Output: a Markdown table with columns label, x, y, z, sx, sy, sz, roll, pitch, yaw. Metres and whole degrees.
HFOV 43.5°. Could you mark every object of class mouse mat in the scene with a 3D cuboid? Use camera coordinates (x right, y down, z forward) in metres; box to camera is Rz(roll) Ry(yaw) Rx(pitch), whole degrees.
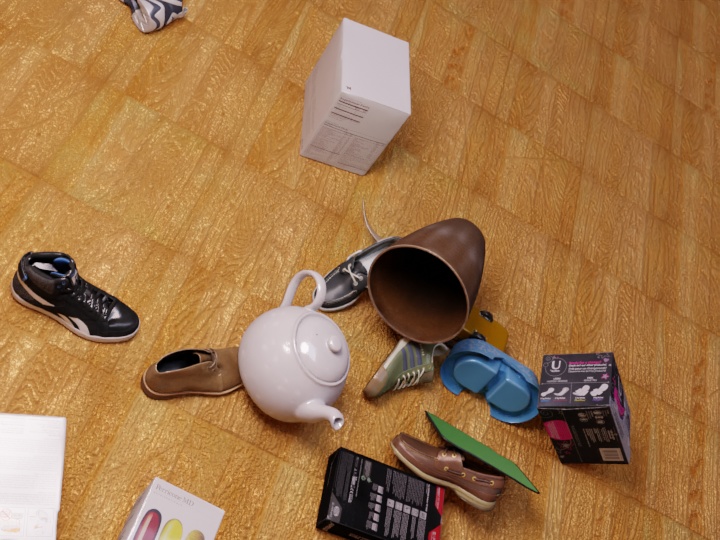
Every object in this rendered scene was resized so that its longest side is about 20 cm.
| label | x | y | z | sx | sy | sz | roll | pitch | yaw |
| --- | --- | --- | --- | --- | --- | --- | --- | --- | --- |
| mouse mat | 0.202 | 0.305 | 1.524 | 0.199 | 0.161 | 0.008 | 33 | 93 | -9 |

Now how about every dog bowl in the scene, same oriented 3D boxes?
| label | x | y | z | sx | sy | sz | roll | pitch | yaw |
| --- | --- | --- | --- | --- | --- | --- | --- | --- | --- |
| dog bowl | 0.238 | 0.195 | 1.626 | 0.199 | 0.112 | 0.050 | 32 | 36 | -9 |

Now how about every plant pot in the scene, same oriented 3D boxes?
| label | x | y | z | sx | sy | sz | roll | pitch | yaw |
| --- | --- | --- | --- | --- | --- | --- | --- | --- | --- |
| plant pot | 0.138 | -0.007 | 1.565 | 0.187 | 0.187 | 0.200 | 43 | 42 | 0 |

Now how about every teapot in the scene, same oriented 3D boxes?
| label | x | y | z | sx | sy | sz | roll | pitch | yaw |
| --- | --- | --- | --- | --- | --- | --- | --- | --- | --- |
| teapot | -0.086 | 0.132 | 1.422 | 0.201 | 0.146 | 0.198 | 52 | 38 | -10 |

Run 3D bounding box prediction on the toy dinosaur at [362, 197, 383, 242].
| label | x | y | z | sx | sy | sz | roll | pitch | yaw |
| --- | --- | --- | --- | --- | --- | --- | --- | --- | --- |
| toy dinosaur | 0.058 | -0.034 | 1.703 | 0.199 | 0.060 | 0.107 | 36 | 37 | -19 |

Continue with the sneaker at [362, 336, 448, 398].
| label | x | y | z | sx | sy | sz | roll | pitch | yaw |
| --- | --- | --- | --- | --- | --- | --- | --- | --- | --- |
| sneaker | 0.088 | 0.168 | 1.576 | 0.090 | 0.067 | 0.200 | 38 | 46 | 3 |

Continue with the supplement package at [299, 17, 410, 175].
| label | x | y | z | sx | sy | sz | roll | pitch | yaw |
| --- | --- | --- | --- | --- | --- | --- | --- | --- | --- |
| supplement package | -0.011 | -0.332 | 1.744 | 0.146 | 0.200 | 0.193 | 15 | 55 | -21 |

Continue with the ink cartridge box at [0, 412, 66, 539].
| label | x | y | z | sx | sy | sz | roll | pitch | yaw |
| --- | --- | --- | --- | --- | --- | --- | --- | --- | --- |
| ink cartridge box | -0.479 | 0.289 | 1.192 | 0.159 | 0.050 | 0.202 | 9 | 61 | -26 |

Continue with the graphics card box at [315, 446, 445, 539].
| label | x | y | z | sx | sy | sz | roll | pitch | yaw |
| --- | --- | --- | --- | --- | --- | --- | --- | --- | --- |
| graphics card box | 0.034 | 0.374 | 1.430 | 0.199 | 0.051 | 0.126 | 24 | 52 | -17 |

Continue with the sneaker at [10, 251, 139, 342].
| label | x | y | z | sx | sy | sz | roll | pitch | yaw |
| --- | --- | --- | --- | --- | --- | --- | --- | --- | --- |
| sneaker | -0.415 | 0.037 | 1.338 | 0.198 | 0.112 | 0.074 | 23 | 53 | -16 |

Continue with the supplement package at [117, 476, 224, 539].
| label | x | y | z | sx | sy | sz | roll | pitch | yaw |
| --- | --- | --- | --- | --- | --- | --- | --- | --- | --- |
| supplement package | -0.278 | 0.399 | 1.194 | 0.113 | 0.110 | 0.201 | 29 | 51 | -12 |

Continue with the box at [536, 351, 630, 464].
| label | x | y | z | sx | sy | sz | roll | pitch | yaw |
| --- | --- | --- | --- | --- | --- | --- | --- | --- | --- |
| box | 0.403 | 0.247 | 1.608 | 0.201 | 0.131 | 0.116 | 59 | 35 | -43 |

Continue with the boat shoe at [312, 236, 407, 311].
| label | x | y | z | sx | sy | sz | roll | pitch | yaw |
| --- | --- | --- | --- | --- | --- | --- | --- | --- | --- |
| boat shoe | 0.000 | 0.000 | 1.605 | 0.199 | 0.060 | 0.076 | -37 | 77 | -21 |

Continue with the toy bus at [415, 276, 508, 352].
| label | x | y | z | sx | sy | sz | roll | pitch | yaw |
| --- | --- | --- | --- | --- | --- | --- | --- | --- | --- |
| toy bus | 0.179 | 0.096 | 1.667 | 0.199 | 0.078 | 0.065 | 33 | 52 | -9 |

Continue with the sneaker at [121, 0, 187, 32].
| label | x | y | z | sx | sy | sz | roll | pitch | yaw |
| --- | --- | --- | --- | --- | --- | --- | --- | --- | --- |
| sneaker | -0.404 | -0.559 | 1.737 | 0.129 | 0.080 | 0.200 | -27 | 77 | -40 |

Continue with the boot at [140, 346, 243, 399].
| label | x | y | z | sx | sy | sz | roll | pitch | yaw |
| --- | --- | --- | --- | --- | --- | --- | --- | --- | --- |
| boot | -0.235 | 0.150 | 1.398 | 0.198 | 0.076 | 0.074 | -9 | 63 | -36 |

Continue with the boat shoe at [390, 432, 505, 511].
| label | x | y | z | sx | sy | sz | roll | pitch | yaw |
| --- | --- | --- | --- | --- | --- | --- | --- | --- | --- |
| boat shoe | 0.145 | 0.315 | 1.479 | 0.199 | 0.068 | 0.072 | 29 | 15 | 2 |
